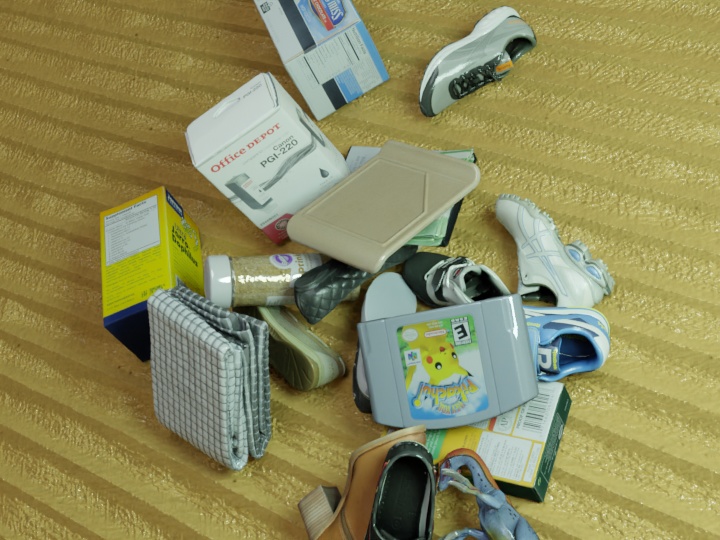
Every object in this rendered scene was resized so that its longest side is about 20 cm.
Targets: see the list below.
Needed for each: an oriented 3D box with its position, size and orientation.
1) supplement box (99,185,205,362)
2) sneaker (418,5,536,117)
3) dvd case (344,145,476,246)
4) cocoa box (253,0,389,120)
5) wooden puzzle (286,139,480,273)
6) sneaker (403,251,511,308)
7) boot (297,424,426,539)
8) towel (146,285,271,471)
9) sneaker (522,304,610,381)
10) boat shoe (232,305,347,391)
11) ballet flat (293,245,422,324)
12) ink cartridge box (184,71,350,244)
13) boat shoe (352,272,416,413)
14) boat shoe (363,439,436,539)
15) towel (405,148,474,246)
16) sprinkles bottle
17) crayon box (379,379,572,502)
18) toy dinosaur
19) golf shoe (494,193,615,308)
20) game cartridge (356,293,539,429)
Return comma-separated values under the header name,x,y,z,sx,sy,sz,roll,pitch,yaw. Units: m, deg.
name,x,y,z,sx,sy,sz,roll,pitch,yaw
supplement box,-0.290,0.004,1.587,0.107,0.110,0.202,-20,53,12
sneaker,0.161,-0.286,1.581,0.200,0.074,0.079,-42,56,-4
dvd case,0.050,-0.105,1.550,0.197,0.018,0.144,6,62,29
cocoa box,-0.063,-0.357,1.694,0.130,0.134,0.202,-29,52,5
wooden puzzle,0.029,-0.080,1.416,0.200,0.038,0.184,-42,39,-23
sneaker,0.125,0.013,1.389,0.199,0.089,0.074,31,68,37
boot,0.031,0.278,1.250,0.200,0.073,0.156,-44,62,26
towel,-0.188,0.127,1.408,0.164,0.203,0.085,26,38,37
sneaker,0.189,0.083,1.283,0.196,0.075,0.083,-5,24,5
boat shoe,-0.098,0.086,1.476,0.062,0.074,0.200,-11,33,-38
ballet flat,0.000,0.000,1.429,0.198,0.058,0.066,-28,26,-23
ink cartridge box,-0.120,-0.149,1.531,0.145,0.200,0.085,-33,45,12
boat shoe,0.023,0.087,1.408,0.068,0.057,0.202,21,46,-8
boat shoe,0.038,0.283,1.188,0.072,0.063,0.205,8,92,3
towel,0.060,-0.093,1.467,0.150,0.024,0.201,-3,37,24
sprinkles bottle,-0.101,0.012,1.457,0.196,0.069,0.069,-2,51,-16
crayon box,0.131,0.179,1.304,0.197,0.052,0.127,8,64,29
toy dinosaur,0.145,0.277,1.207,0.105,0.198,0.183,-49,32,36
golf shoe,0.213,-0.016,1.380,0.097,0.078,0.200,-44,50,1
game cartridge,0.096,0.108,1.271,0.197,0.040,0.136,-12,91,23
